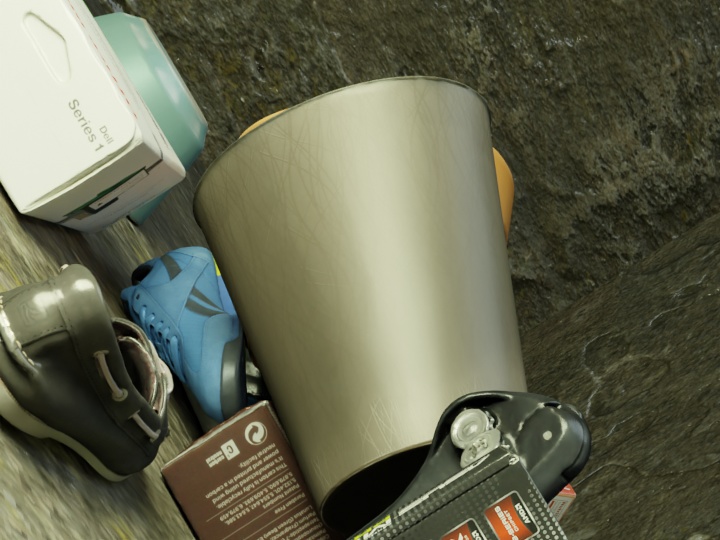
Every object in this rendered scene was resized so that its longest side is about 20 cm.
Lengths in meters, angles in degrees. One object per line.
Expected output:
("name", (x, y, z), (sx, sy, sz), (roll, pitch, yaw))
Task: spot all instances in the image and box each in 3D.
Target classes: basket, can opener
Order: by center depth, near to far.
("can opener", (0.023, 0.127, 0.609), (0.079, 0.200, 0.063), (49, 0, -36))
("basket", (0.010, 0.026, 0.727), (0.136, 0.179, 0.202), (48, 24, -56))

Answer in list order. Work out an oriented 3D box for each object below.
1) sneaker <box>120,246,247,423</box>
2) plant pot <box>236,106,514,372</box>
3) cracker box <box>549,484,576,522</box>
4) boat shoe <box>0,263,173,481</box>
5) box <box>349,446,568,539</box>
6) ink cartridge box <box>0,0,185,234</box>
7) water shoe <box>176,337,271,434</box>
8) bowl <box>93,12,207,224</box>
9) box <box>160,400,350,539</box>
("sneaker", (-0.114, 0.043, 0.891), (0.200, 0.078, 0.067), (-116, -155, -63))
("plant pot", (0.000, 0.000, 0.918), (0.200, 0.198, 0.141), (60, 32, -57))
("cracker box", (0.047, 0.131, 1.027), (0.198, 0.058, 0.134), (14, 28, -31))
("boat shoe", (-0.106, 0.045, 0.586), (0.067, 0.057, 0.200), (58, -1, 15))
("box", (0.043, 0.196, 0.542), (0.201, 0.159, 0.044), (59, -2, 2))
("ink cartridge box", (-0.186, -0.108, 0.838), (0.147, 0.084, 0.200), (59, -1, 2))
("water shoe", (-0.065, 0.106, 0.951), (0.201, 0.078, 0.072), (59, 0, 26))
("bowl", (-0.211, -0.154, 1.262), (0.202, 0.104, 0.201), (60, -1, 2))
("box", (-0.026, 0.174, 0.762), (0.201, 0.075, 0.100), (57, -1, 6))
